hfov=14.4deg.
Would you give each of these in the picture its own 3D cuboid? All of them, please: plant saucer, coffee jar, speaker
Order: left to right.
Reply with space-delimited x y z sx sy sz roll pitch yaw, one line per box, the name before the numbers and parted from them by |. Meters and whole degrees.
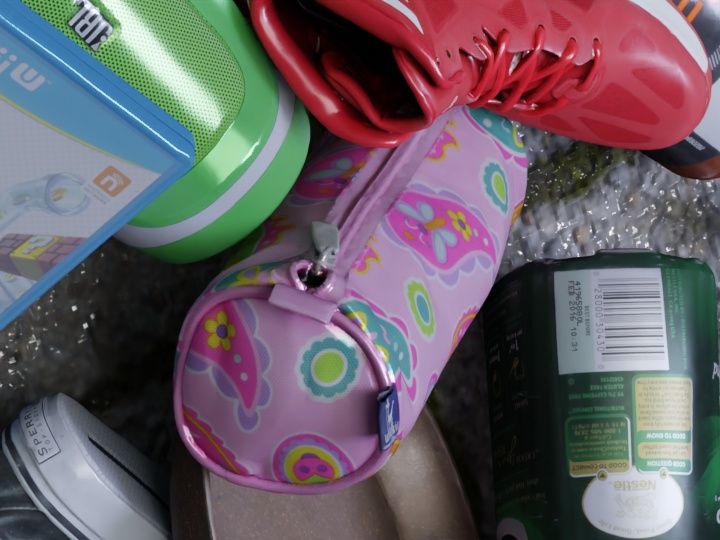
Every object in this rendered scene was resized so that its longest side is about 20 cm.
speaker | -0.102 -0.091 0.924 0.200 0.088 0.089 46 72 -33
plant saucer | -0.013 0.106 1.037 0.200 0.034 0.201 41 40 -46
coffee jar | 0.096 0.098 1.084 0.085 0.104 0.201 0 79 -11

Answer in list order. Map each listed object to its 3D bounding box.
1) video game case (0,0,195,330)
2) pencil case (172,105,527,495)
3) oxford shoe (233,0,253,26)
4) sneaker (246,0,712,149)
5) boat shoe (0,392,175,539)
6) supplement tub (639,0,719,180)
video game case | -0.171 -0.019 0.911 0.200 0.018 0.143 -39 122 24
pencil case | 0.000 0.000 1.000 0.088 0.087 0.200 69 25 -18
oxford shoe | -0.046 -0.173 1.018 0.070 0.075 0.201 -12 124 -7
sneaker | 0.038 -0.066 0.982 0.199 0.116 0.078 21 129 -20
boat shoe | -0.081 0.119 1.032 0.071 0.072 0.200 -33 127 10
supplement tub | 0.087 -0.124 1.081 0.200 0.107 0.107 33 79 -30
